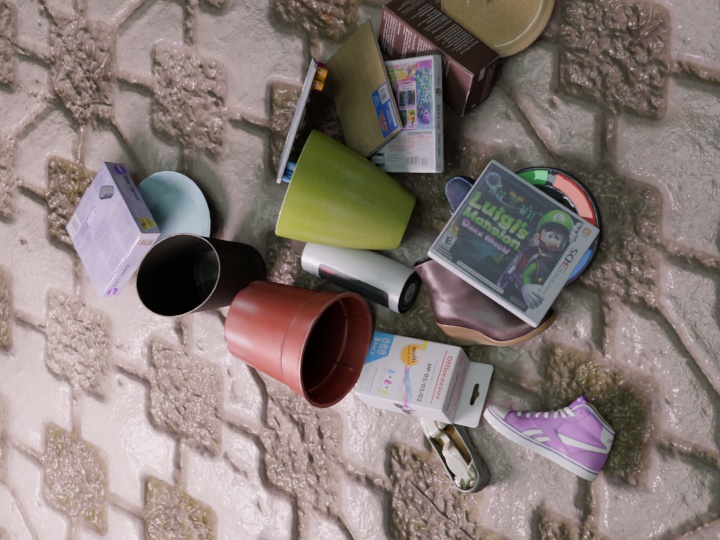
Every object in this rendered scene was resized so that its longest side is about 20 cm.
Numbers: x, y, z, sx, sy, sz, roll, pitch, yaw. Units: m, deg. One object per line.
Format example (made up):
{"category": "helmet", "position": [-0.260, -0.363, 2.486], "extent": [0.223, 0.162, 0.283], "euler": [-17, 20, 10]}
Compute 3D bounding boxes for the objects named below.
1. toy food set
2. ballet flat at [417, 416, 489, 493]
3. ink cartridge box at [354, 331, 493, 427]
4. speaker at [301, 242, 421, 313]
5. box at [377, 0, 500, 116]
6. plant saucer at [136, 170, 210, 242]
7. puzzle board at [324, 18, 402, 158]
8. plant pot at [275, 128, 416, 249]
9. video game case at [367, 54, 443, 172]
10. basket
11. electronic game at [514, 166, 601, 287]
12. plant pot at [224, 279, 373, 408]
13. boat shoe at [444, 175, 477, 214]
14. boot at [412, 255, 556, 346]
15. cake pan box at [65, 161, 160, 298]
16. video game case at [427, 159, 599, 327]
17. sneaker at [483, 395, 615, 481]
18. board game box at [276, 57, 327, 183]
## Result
{"category": "toy food set", "position": [0.217, -0.438, 1.629], "extent": [0.198, 0.049, 0.200], "euler": [-33, 78, 23]}
{"category": "ballet flat", "position": [0.144, 0.277, 1.675], "extent": [0.067, 0.064, 0.200], "euler": [-38, 75, 22]}
{"category": "ink cartridge box", "position": [0.105, 0.178, 1.666], "extent": [0.199, 0.068, 0.116], "euler": [8, 68, 26]}
{"category": "speaker", "position": [0.000, 0.000, 1.730], "extent": [0.199, 0.081, 0.081], "euler": [24, 102, 23]}
{"category": "box", "position": [0.123, -0.354, 1.639], "extent": [0.200, 0.075, 0.100], "euler": [44, 154, 19]}
{"category": "plant saucer", "position": [-0.358, -0.087, 1.927], "extent": [0.200, 0.039, 0.202], "euler": [1, 92, 27]}
{"category": "puzzle board", "position": [0.006, -0.297, 1.710], "extent": [0.151, 0.017, 0.201], "euler": [-33, 68, 52]}
{"category": "plant pot", "position": [-0.016, -0.112, 1.685], "extent": [0.199, 0.187, 0.188], "euler": [21, 101, 0]}
{"category": "video game case", "position": [0.066, -0.253, 1.663], "extent": [0.200, 0.024, 0.183], "euler": [8, 102, 55]}
{"category": "basket", "position": [-0.267, 0.007, 1.794], "extent": [0.180, 0.200, 0.136], "euler": [-22, 81, 24]}
{"category": "electronic game", "position": [0.283, -0.065, 1.610], "extent": [0.199, 0.042, 0.201], "euler": [1, 91, 27]}
{"category": "plant pot", "position": [-0.115, 0.109, 1.737], "extent": [0.195, 0.200, 0.202], "euler": [17, 99, 33]}
{"category": "boat shoe", "position": [0.200, -0.075, 1.597], "extent": [0.200, 0.069, 0.084], "euler": [49, 117, 21]}
{"category": "boot", "position": [0.194, 0.038, 1.608], "extent": [0.199, 0.072, 0.167], "euler": [-13, 115, 33]}
{"category": "cake pan box", "position": [-0.480, -0.074, 1.945], "extent": [0.200, 0.052, 0.184], "euler": [-51, 58, 31]}
{"category": "video game case", "position": [0.234, -0.043, 1.546], "extent": [0.200, 0.023, 0.182], "euler": [34, 80, 6]}
{"category": "sneaker", "position": [0.302, 0.234, 1.598], "extent": [0.200, 0.073, 0.115], "euler": [25, 99, 13]}
{"category": "board game box", "position": [-0.099, -0.255, 1.716], "extent": [0.026, 0.200, 0.201], "euler": [17, 103, -8]}
